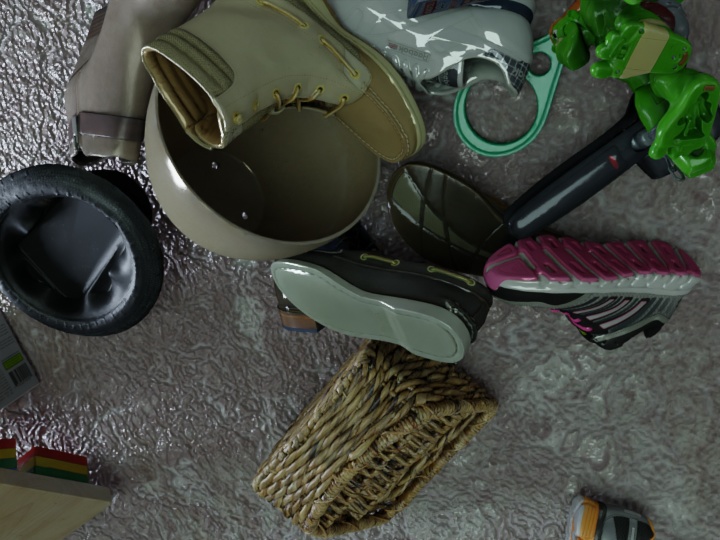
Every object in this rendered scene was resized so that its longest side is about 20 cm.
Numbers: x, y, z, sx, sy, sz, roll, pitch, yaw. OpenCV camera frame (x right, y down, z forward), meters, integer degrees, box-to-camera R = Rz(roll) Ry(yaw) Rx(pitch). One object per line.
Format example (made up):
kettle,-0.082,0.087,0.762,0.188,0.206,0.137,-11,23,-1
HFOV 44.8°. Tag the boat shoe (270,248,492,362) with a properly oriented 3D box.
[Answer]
boat shoe,0.014,0.017,0.728,0.200,0.061,0.072,18,143,33

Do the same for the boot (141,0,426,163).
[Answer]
boot,-0.053,-0.131,0.671,0.200,0.156,0.073,48,145,-11

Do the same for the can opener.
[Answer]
can opener,0.201,-0.089,0.702,0.199,0.063,0.079,-33,92,3

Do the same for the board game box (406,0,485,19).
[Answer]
board game box,0.102,-0.282,0.640,0.199,0.062,0.201,-28,95,-2

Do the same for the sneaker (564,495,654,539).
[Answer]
sneaker,0.234,0.316,0.845,0.077,0.078,0.202,4,110,4

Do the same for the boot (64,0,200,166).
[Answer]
boot,-0.198,-0.167,0.756,0.199,0.070,0.148,-6,78,53

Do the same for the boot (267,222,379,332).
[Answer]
boot,0.000,0.000,0.788,0.199,0.075,0.098,-5,109,28

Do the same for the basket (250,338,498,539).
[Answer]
basket,0.014,0.169,0.816,0.149,0.143,0.200,41,113,0

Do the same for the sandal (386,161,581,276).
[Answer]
sandal,0.114,-0.037,0.774,0.199,0.055,0.082,20,119,-8

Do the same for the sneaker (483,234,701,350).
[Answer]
sneaker,0.189,0.025,0.728,0.198,0.074,0.088,0,122,-23

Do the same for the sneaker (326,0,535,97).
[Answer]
sneaker,0.041,-0.187,0.712,0.198,0.076,0.081,6,84,18

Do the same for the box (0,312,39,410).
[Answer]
box,-0.475,0.133,0.950,0.199,0.113,0.102,-23,99,21

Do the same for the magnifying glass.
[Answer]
magnifying glass,0.155,-0.179,0.728,0.080,0.022,0.200,42,112,0

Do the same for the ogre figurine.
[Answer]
ogre figurine,0.191,-0.158,0.602,0.199,0.120,0.098,25,125,-34

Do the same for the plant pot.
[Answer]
plant pot,-0.101,-0.089,0.751,0.201,0.200,0.134,48,142,-5

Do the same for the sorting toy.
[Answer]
sorting toy,-0.412,0.250,0.943,0.199,0.198,0.070,-36,52,22

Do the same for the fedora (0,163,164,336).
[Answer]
fedora,-0.264,-0.032,0.842,0.199,0.092,0.202,9,126,12
